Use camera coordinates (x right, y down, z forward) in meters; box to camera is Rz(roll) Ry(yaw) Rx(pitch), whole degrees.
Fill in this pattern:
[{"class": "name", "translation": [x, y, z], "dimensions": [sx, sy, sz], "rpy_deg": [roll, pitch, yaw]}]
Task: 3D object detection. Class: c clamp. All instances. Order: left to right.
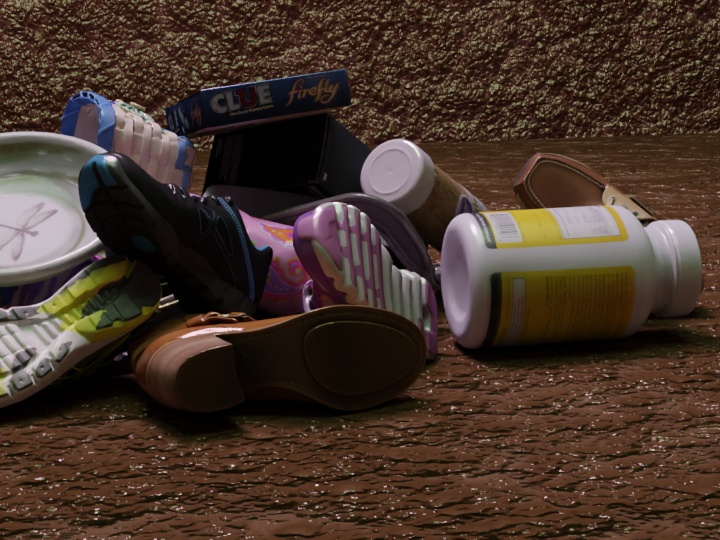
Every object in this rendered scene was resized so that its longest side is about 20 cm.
[{"class": "c clamp", "translation": [0.000, 0.000, 1.288], "dimensions": [0.199, 0.171, 0.027], "rpy_deg": [-6, 44, 33]}]

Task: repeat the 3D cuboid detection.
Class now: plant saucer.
[{"class": "plant saucer", "translation": [-0.282, -0.040, 1.164], "dimensions": [0.199, 0.050, 0.201], "rpy_deg": [1, 38, -1]}]

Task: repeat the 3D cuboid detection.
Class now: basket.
[{"class": "basket", "translation": [-0.270, -0.099, 1.349], "dimensions": [0.199, 0.140, 0.176], "rpy_deg": [3, 7, -29]}]

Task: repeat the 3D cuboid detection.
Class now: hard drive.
[{"class": "hard drive", "translation": [-0.061, -0.029, 1.369], "dimensions": [0.199, 0.043, 0.135], "rpy_deg": [10, -22, -8]}]

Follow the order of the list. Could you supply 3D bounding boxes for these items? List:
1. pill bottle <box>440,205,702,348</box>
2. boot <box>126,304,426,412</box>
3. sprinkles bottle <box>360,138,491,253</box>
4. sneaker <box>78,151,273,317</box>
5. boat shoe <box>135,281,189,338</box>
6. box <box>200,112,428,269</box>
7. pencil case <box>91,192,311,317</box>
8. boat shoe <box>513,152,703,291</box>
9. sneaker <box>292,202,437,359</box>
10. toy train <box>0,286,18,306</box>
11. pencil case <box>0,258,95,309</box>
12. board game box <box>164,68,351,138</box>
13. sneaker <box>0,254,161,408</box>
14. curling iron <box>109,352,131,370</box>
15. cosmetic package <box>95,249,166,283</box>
[{"class": "pill bottle", "translation": [0.174, 0.004, 1.193], "dimensions": [0.199, 0.113, 0.112], "rpy_deg": [-3, 10, -12]}, {"class": "boot", "translation": [-0.067, 0.062, 1.049], "dimensions": [0.199, 0.077, 0.155], "rpy_deg": [-13, 9, -21]}, {"class": "sprinkles bottle", "translation": [0.076, -0.060, 1.404], "dimensions": [0.068, 0.069, 0.200], "rpy_deg": [5, -16, 33]}, {"class": "sneaker", "translation": [-0.141, -0.034, 1.111], "dimensions": [0.073, 0.082, 0.200], "rpy_deg": [5, -32, 38]}, {"class": "boat shoe", "translation": [-0.221, 0.045, 1.158], "dimensions": [0.199, 0.060, 0.072], "rpy_deg": [-6, 13, -26]}, {"class": "box", "translation": [-0.038, -0.067, 1.424], "dimensions": [0.141, 0.079, 0.200], "rpy_deg": [-4, -25, 33]}, {"class": "pencil case", "translation": [-0.123, -0.017, 1.232], "dimensions": [0.199, 0.088, 0.087], "rpy_deg": [16, 8, -7]}, {"class": "boat shoe", "translation": [0.230, -0.038, 1.288], "dimensions": [0.200, 0.076, 0.074], "rpy_deg": [33, -7, -16]}, {"class": "sneaker", "translation": [-0.012, 0.019, 1.103], "dimensions": [0.088, 0.081, 0.200], "rpy_deg": [-10, -29, 22]}, {"class": "toy train", "translation": [-0.326, 0.042, 1.114], "dimensions": [0.046, 0.034, 0.200], "rpy_deg": [5, 30, 23]}, {"class": "pencil case", "translation": [-0.295, 0.016, 1.269], "dimensions": [0.084, 0.086, 0.200], "rpy_deg": [35, -13, -38]}, {"class": "board game box", "translation": [-0.101, -0.154, 1.350], "dimensions": [0.135, 0.035, 0.200], "rpy_deg": [-11, 5, -16]}, {"class": "sneaker", "translation": [-0.233, 0.065, 1.057], "dimensions": [0.200, 0.085, 0.075], "rpy_deg": [-26, 65, -30]}, {"class": "curling iron", "translation": [-0.106, 0.057, 1.170], "dimensions": [0.199, 0.026, 0.050], "rpy_deg": [-6, 6, -22]}, {"class": "cosmetic package", "translation": [-0.213, 0.006, 1.357], "dimensions": [0.105, 0.071, 0.200], "rpy_deg": [-7, 11, -28]}]
